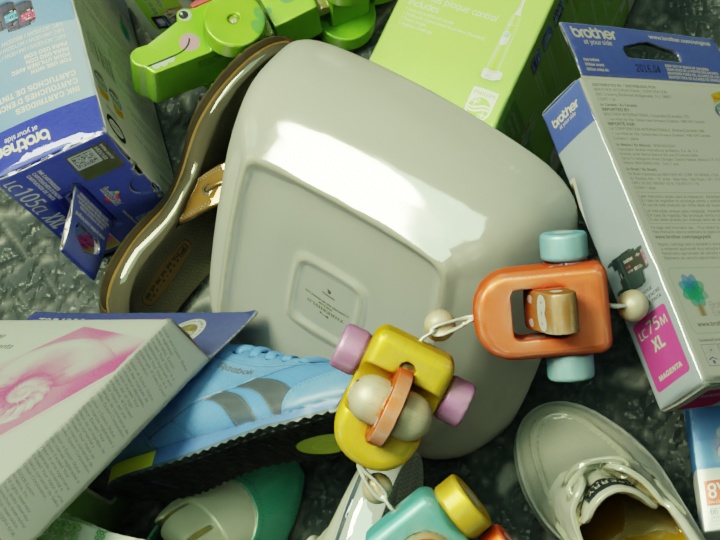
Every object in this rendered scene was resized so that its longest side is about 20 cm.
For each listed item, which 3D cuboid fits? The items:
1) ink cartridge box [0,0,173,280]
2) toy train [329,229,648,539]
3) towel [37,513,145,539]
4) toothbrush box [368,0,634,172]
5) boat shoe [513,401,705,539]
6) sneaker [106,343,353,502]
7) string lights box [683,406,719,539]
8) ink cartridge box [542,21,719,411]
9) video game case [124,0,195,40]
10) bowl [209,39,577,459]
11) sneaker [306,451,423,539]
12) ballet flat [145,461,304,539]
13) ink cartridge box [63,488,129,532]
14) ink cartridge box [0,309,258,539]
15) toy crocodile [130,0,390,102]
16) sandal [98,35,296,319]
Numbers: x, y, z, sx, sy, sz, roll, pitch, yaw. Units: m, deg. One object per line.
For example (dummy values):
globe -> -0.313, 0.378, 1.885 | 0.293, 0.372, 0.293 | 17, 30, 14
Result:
ink cartridge box -> -0.173, -0.098, 0.986 | 0.076, 0.137, 0.201 | -22, 66, 6
toy train -> 0.060, 0.084, 0.763 | 0.149, 0.056, 0.202 | 0, 97, 3
towel -> -0.148, 0.194, 0.797 | 0.198, 0.031, 0.150 | 12, 69, 25
toothbrush box -> 0.088, -0.142, 0.936 | 0.086, 0.146, 0.201 | 22, 77, 20
boat shoe -> 0.131, 0.124, 0.835 | 0.070, 0.070, 0.200 | -27, 42, -2
sneaker -> -0.053, 0.062, 0.857 | 0.199, 0.066, 0.079 | -17, 61, 29
string lights box -> 0.219, 0.041, 0.882 | 0.102, 0.059, 0.202 | -7, 68, 9
ink cartridge box -> 0.166, -0.030, 0.832 | 0.119, 0.042, 0.202 | -2, 64, -35
video game case -> -0.140, -0.273, 1.020 | 0.045, 0.181, 0.202 | -7, 68, 11
bowl -> 0.000, 0.000, 0.872 | 0.199, 0.201, 0.075 | 31, 42, 20
sneaker -> -0.030, 0.177, 0.864 | 0.070, 0.073, 0.201 | 23, 94, 21
ballet flat -> -0.100, 0.170, 0.904 | 0.067, 0.070, 0.201 | 31, 79, 23
ink cartridge box -> -0.199, 0.175, 0.907 | 0.059, 0.104, 0.201 | 20, 76, 19
ink cartridge box -> -0.184, 0.064, 0.864 | 0.195, 0.044, 0.200 | -2, 34, 41
toy crocodile -> -0.050, -0.158, 1.004 | 0.199, 0.068, 0.062 | -26, 70, -11
sandal -> -0.080, -0.041, 0.970 | 0.054, 0.082, 0.201 | 29, 82, 36
